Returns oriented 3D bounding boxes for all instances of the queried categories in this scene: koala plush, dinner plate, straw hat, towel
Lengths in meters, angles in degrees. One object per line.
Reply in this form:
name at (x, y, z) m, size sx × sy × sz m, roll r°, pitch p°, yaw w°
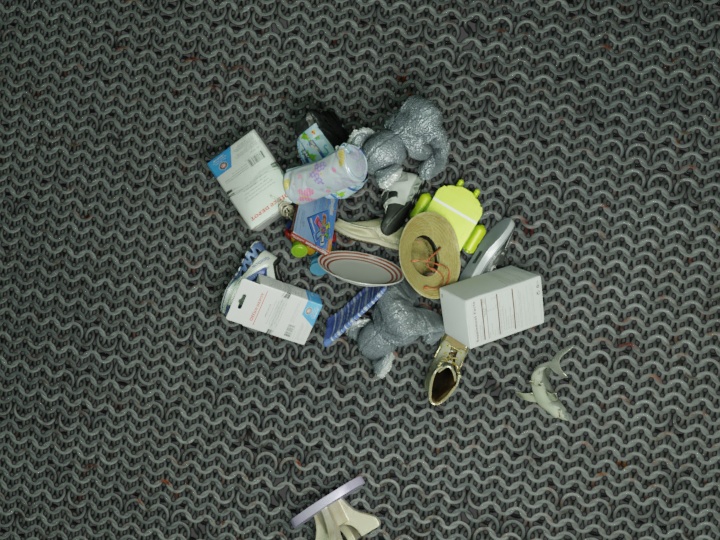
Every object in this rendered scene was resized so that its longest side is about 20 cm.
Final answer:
koala plush at (0.064, 0.137, 1.483) m, size 0.200 × 0.184 × 0.178 m, roll -43°, pitch 74°, yaw 23°
koala plush at (0.082, -0.285, 1.432) m, size 0.199 × 0.184 × 0.178 m, roll -31°, pitch 75°, yaw -14°
dinner plate at (0.000, 0.000, 1.428) m, size 0.199 × 0.200 × 0.024 m, roll 14°, pitch 109°, yaw 5°
straw hat at (0.138, -0.032, 1.475) m, size 0.200 × 0.085 × 0.202 m, roll 1°, pitch 88°, yaw -35°
towel at (-0.013, 0.084, 1.476) m, size 0.024 × 0.145 × 0.200 m, roll 43°, pitch 106°, yaw -11°

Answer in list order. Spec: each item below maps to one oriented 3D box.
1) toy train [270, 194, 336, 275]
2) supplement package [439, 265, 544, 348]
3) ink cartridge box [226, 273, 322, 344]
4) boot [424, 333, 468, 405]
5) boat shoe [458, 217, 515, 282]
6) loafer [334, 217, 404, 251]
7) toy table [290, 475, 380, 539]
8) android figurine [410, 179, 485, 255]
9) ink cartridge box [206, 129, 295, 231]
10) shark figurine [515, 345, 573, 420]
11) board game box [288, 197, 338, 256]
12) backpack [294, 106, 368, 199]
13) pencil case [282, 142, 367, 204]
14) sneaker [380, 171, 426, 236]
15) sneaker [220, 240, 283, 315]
toy train at (-0.145, -0.080, 1.479) m, size 0.085 × 0.116 × 0.200 m, roll -35°, pitch 124°, yaw 26°
supplement package at (0.296, 0.078, 1.431) m, size 0.199 × 0.117 × 0.118 m, roll -16°, pitch 109°, yaw -18°
ink cartridge box at (-0.206, 0.086, 1.502) m, size 0.199 × 0.068 × 0.116 m, roll 21°, pitch 106°, yaw -18°
boot at (0.207, 0.209, 1.464) m, size 0.072 × 0.155 × 0.201 m, roll 25°, pitch 92°, yaw 5°
boat shoe at (0.314, -0.029, 1.506) m, size 0.066 × 0.070 × 0.200 m, roll 36°, pitch 83°, yaw -21°
loafer at (0.029, -0.097, 1.530) m, size 0.199 × 0.076 × 0.069 m, roll 16°, pitch 89°, yaw -4°
toy table at (-0.055, 0.586, 1.482) m, size 0.200 × 0.184 × 0.117 m, roll -37°, pitch 70°, yaw 16°
android figurine at (0.213, -0.120, 1.525) m, size 0.182 × 0.041 × 0.201 m, roll 29°, pitch 95°, yaw 6°
ink cartridge box at (-0.253, -0.216, 1.549) m, size 0.146 × 0.084 × 0.200 m, roll -34°, pitch 87°, yaw 4°
shark figurine at (0.434, 0.245, 1.472) m, size 0.128 × 0.215 × 0.090 m, roll 18°, pitch 49°, yaw 33°
board game box at (-0.106, -0.131, 1.482) m, size 0.103 × 0.201 × 0.019 m, roll 28°, pitch 133°, yaw -22°
backpack at (-0.065, -0.269, 1.504) m, size 0.200 × 0.163 × 0.154 m, roll 44°, pitch 110°, yaw 3°
pencil case at (-0.080, -0.210, 1.396) m, size 0.199 × 0.091 × 0.083 m, roll -17°, pitch 43°, yaw 37°
sneaker at (0.077, -0.162, 1.496) m, size 0.088 × 0.074 × 0.200 m, roll 25°, pitch 52°, yaw 11°
sneaker at (-0.252, 0.039, 1.547) m, size 0.115 × 0.081 × 0.200 m, roll 27°, pitch 90°, yaw 7°
